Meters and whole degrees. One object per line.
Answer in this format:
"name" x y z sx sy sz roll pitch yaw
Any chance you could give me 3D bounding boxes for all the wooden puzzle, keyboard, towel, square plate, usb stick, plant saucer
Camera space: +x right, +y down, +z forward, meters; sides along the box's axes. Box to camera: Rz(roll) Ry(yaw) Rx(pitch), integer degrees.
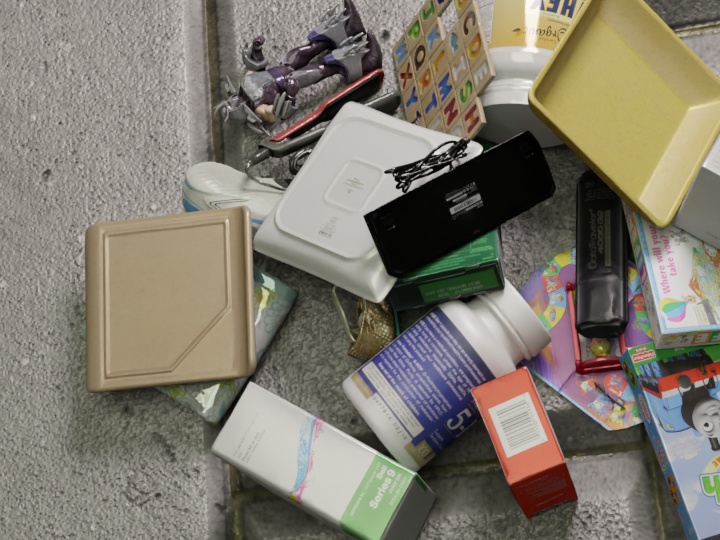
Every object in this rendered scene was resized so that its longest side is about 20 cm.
"wooden puzzle" -0.203 0.032 1.759 0.198 0.037 0.187 -7 74 15
"keyboard" 0.093 -0.081 1.641 0.199 0.040 0.105 -27 109 -15
"towel" -0.190 0.048 1.792 0.199 0.048 0.172 29 84 19
"square plate" 0.000 -0.080 1.700 0.199 0.028 0.199 22 72 41
"usb stick" 0.249 -0.019 1.702 0.055 0.033 0.202 -7 55 17
"plant saucer" 0.266 -0.169 1.670 0.200 0.048 0.201 42 59 -14

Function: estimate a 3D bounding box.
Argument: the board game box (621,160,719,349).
"board game box" 0.347 -0.022 1.672 0.133 0.034 0.202 -4 61 -5

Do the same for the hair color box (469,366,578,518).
"hair color box" 0.161 0.171 1.596 0.061 0.200 0.102 -23 69 4

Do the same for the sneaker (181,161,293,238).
"sneaker" -0.100 -0.063 1.805 0.198 0.073 0.072 18 48 4

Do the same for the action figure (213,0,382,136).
"action figure" -0.079 -0.222 1.837 0.199 0.070 0.131 -30 53 -6

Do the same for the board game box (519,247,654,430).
"board game box" 0.251 0.060 1.697 0.199 0.039 0.158 38 83 19

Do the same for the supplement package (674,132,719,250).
"supplement package" 0.415 -0.119 1.647 0.113 0.110 0.201 29 61 10

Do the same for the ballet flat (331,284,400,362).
"ballet flat" 0.000 0.000 1.740 0.065 0.071 0.202 -5 78 -11

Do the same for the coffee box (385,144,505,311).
"coffee box" 0.087 -0.048 1.713 0.122 0.044 0.201 -12 39 10

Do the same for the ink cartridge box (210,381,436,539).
"ink cartridge box" -0.035 0.205 1.655 0.199 0.145 0.088 26 80 18

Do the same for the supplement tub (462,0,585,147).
"supplement tub" 0.181 -0.246 1.754 0.143 0.144 0.202 3 73 13

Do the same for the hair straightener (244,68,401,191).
"hair straightener" -0.037 -0.145 1.796 0.199 0.041 0.077 -30 66 -19

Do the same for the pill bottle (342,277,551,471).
"pill bottle" 0.091 0.100 1.676 0.199 0.120 0.120 -39 69 -1

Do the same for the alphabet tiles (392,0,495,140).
"alphabet tiles" 0.088 -0.208 1.749 0.007 0.167 0.202 7 55 -27

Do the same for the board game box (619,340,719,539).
"board game box" 0.361 0.156 1.627 0.150 0.037 0.202 -14 71 -12
